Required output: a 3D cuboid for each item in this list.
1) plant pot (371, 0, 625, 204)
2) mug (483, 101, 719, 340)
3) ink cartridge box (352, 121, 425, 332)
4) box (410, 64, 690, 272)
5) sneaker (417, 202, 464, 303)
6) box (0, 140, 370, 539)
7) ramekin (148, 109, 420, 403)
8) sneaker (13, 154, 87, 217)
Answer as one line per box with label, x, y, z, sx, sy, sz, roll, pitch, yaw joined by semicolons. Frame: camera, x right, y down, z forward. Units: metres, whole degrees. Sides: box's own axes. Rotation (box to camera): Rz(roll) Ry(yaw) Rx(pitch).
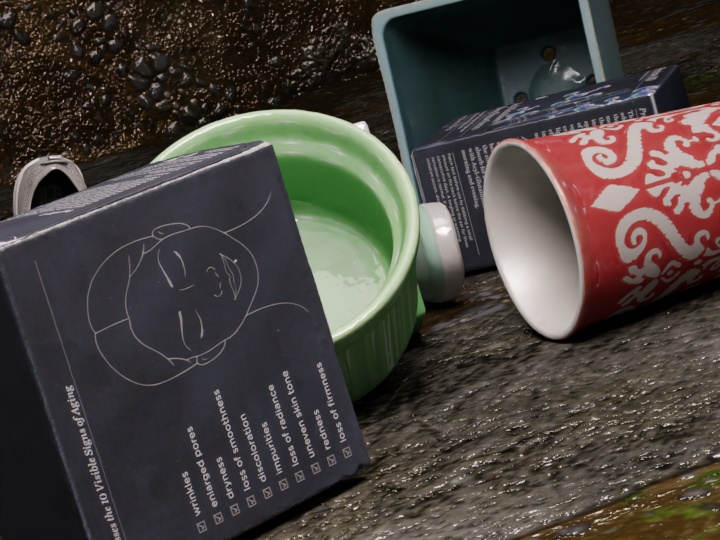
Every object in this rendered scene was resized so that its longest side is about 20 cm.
plant pot;0.151;-0.156;2.121;0.195;0.197;0.200;-12;2;22
mug;0.191;-0.047;1.597;0.199;0.134;0.177;-16;11;-20
ink cartridge box;-0.070;-0.002;1.666;0.199;0.147;0.084;-18;-7;-4
box;0.160;-0.080;1.887;0.199;0.108;0.148;-12;10;17
sneaker;0.000;0.000;1.783;0.118;0.074;0.200;-13;-2;-20
box;-0.126;0.055;1.315;0.196;0.201;0.124;-24;11;-41
ramekin;-0.055;0.003;1.539;0.199;0.098;0.201;-5;53;6
sneaker;-0.214;0.013;1.693;0.074;0.201;0.082;-12;-7;-10
